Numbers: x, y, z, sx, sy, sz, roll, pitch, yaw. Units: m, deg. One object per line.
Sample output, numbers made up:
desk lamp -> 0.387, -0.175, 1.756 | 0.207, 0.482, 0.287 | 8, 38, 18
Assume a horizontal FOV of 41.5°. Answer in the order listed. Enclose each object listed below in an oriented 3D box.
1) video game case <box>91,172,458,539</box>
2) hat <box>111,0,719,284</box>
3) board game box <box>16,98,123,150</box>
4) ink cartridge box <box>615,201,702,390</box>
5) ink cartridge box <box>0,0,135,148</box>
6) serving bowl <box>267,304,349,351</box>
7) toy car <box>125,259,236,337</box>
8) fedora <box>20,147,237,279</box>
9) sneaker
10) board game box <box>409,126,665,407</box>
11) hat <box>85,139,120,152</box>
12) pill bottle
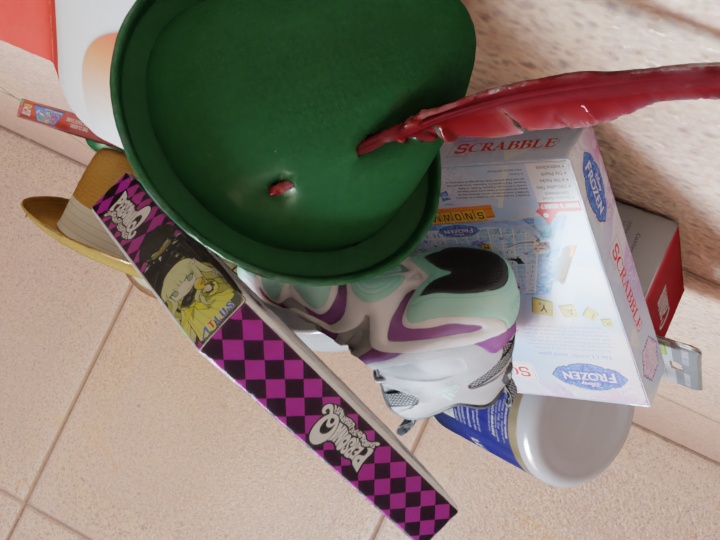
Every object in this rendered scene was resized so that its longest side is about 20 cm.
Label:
video game case -> -0.049, 0.047, 0.527 | 0.200, 0.036, 0.181 | 49, 174, -38
hat -> 0.022, -0.100, 0.389 | 0.199, 0.167, 0.176 | -10, 166, -38
board game box -> -0.195, -0.110, 0.804 | 0.199, 0.020, 0.103 | 20, -177, 40
ink cartridge box -> 0.196, 0.013, 0.743 | 0.175, 0.084, 0.200 | 23, 175, 23
ink cartridge box -> -0.162, -0.156, 0.542 | 0.199, 0.050, 0.163 | 23, 139, 4
serving bowl -> 0.000, 0.000, 0.849 | 0.200, 0.200, 0.066 | 21, 149, 45
toy car -> -0.177, -0.015, 0.985 | 0.165, 0.157, 0.200 | 54, 156, 5
fedora -> -0.174, -0.049, 0.779 | 0.200, 0.082, 0.201 | 21, -173, -3
sneaker -> 0.011, 0.050, 0.633 | 0.199, 0.078, 0.141 | 11, 127, 31
board game box -> 0.082, 0.000, 0.637 | 0.199, 0.041, 0.200 | 2, 131, 37
hat -> -0.290, -0.136, 1.084 | 0.165, 0.177, 0.200 | 26, 175, 2
pill bottle -> 0.121, 0.094, 0.799 | 0.115, 0.116, 0.200 | 29, 175, -32
